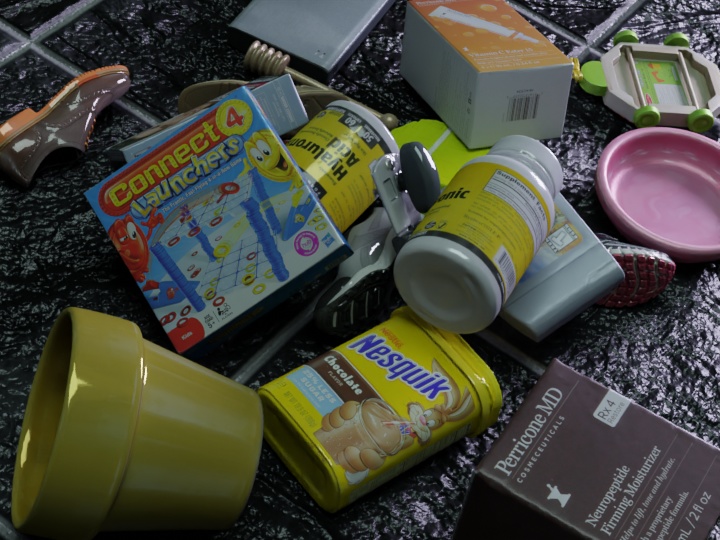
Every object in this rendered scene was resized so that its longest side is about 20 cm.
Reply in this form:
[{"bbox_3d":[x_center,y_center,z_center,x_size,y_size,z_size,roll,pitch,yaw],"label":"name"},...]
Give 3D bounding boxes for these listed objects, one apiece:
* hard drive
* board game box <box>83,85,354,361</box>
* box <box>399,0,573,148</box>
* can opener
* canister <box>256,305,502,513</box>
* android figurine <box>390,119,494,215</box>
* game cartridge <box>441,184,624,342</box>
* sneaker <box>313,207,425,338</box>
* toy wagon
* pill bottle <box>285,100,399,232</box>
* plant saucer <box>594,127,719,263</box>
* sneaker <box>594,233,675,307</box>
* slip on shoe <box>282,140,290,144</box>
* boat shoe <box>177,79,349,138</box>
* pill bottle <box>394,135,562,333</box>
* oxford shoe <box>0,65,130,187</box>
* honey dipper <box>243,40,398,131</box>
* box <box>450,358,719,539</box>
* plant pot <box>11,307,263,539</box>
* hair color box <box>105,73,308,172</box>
[{"bbox_3d":[-0.057,-0.318,1.945,0.139,0.033,0.200,25,48,12],"label":"hard drive"},{"bbox_3d":[-0.142,-0.046,1.566,0.199,0.056,0.196,-34,77,2],"label":"board game box"},{"bbox_3d":[0.143,-0.237,1.834,0.124,0.098,0.200,-9,35,-22],"label":"box"},{"bbox_3d":[0.064,-0.030,1.612,0.066,0.201,0.053,-8,18,40],"label":"can opener"},{"bbox_3d":[0.015,0.131,1.517,0.199,0.087,0.149,-27,57,-28],"label":"canister"},{"bbox_3d":[0.103,-0.114,1.769,0.199,0.041,0.182,17,38,19],"label":"android figurine"},{"bbox_3d":[0.165,-0.029,1.640,0.133,0.042,0.200,-32,64,-9],"label":"game cartridge"},{"bbox_3d":[0.000,0.000,1.650,0.079,0.074,0.200,20,41,20],"label":"sneaker"},{"bbox_3d":[0.351,-0.235,1.946,0.198,0.040,0.156,2,48,-8],"label":"toy wagon"},{"bbox_3d":[-0.056,-0.080,1.666,0.111,0.112,0.200,34,63,19],"label":"pill bottle"},{"bbox_3d":[0.363,-0.080,1.800,0.199,0.051,0.201,5,48,-6],"label":"plant saucer"},{"bbox_3d":[0.243,-0.017,1.699,0.198,0.081,0.075,8,44,-3],"label":"sneaker"},{"bbox_3d":[-0.131,-0.094,1.709,0.074,0.061,0.200,39,51,25],"label":"slip on shoe"},{"bbox_3d":[-0.110,-0.181,1.797,0.198,0.072,0.065,4,12,-7],"label":"boat shoe"},{"bbox_3d":[0.124,-0.042,1.543,0.111,0.112,0.200,27,50,13],"label":"pill bottle"},{"bbox_3d":[-0.321,-0.158,1.736,0.073,0.071,0.200,47,58,4],"label":"oxford shoe"},{"bbox_3d":[-0.044,-0.213,1.855,0.199,0.038,0.038,27,49,8],"label":"honey dipper"},{"bbox_3d":[0.208,0.225,1.414,0.199,0.165,0.166,29,49,15],"label":"box"},{"bbox_3d":[-0.195,0.151,1.397,0.188,0.201,0.202,15,45,-19],"label":"plant pot"},{"bbox_3d":[-0.166,-0.145,1.689,0.199,0.061,0.099,-28,13,-16],"label":"hair color box"}]
